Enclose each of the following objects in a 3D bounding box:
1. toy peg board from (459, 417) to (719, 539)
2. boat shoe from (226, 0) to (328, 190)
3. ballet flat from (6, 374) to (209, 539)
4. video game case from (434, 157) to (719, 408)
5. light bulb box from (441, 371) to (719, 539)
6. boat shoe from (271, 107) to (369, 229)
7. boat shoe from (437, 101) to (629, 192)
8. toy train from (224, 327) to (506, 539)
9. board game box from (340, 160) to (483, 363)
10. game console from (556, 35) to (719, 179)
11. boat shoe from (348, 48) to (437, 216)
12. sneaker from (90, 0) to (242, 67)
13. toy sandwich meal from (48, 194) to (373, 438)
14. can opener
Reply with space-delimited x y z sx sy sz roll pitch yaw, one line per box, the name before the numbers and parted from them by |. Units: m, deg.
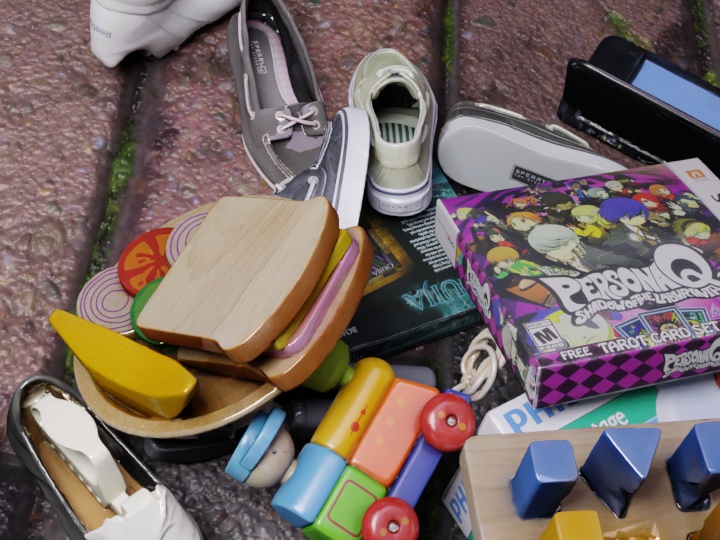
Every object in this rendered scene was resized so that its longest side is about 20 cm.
toy peg board | 0.168 0.153 0.582 0.196 0.098 0.202 -2 57 -10
boat shoe | -0.065 -0.141 0.926 0.066 0.057 0.202 -9 56 -18
ballet flat | -0.146 0.138 0.696 0.200 0.069 0.068 42 61 18
video game case | 0.166 0.000 0.743 0.196 0.036 0.182 -9 36 -12
light bulb box | 0.190 0.153 0.725 0.196 0.126 0.201 -24 63 -26
boat shoe | -0.037 -0.036 0.815 0.067 0.072 0.203 13 59 -5
boat shoe | 0.156 -0.079 0.920 0.197 0.071 0.064 25 38 -3
toy train | 0.012 0.072 0.721 0.115 0.085 0.202 33 70 -4
board game box | 0.000 0.000 0.855 0.197 0.028 0.136 -17 60 -24
game console | 0.271 -0.134 0.959 0.198 0.117 0.177 30 54 10
boat shoe | 0.030 -0.123 0.908 0.071 0.063 0.202 -1 39 -5
sneaker | -0.151 -0.222 0.960 0.074 0.088 0.199 39 37 19
toy sandwich meal | -0.094 0.012 0.708 0.202 0.071 0.207 -13 46 14
can opener | -0.041 0.088 0.767 0.197 0.067 0.053 1 59 -22
